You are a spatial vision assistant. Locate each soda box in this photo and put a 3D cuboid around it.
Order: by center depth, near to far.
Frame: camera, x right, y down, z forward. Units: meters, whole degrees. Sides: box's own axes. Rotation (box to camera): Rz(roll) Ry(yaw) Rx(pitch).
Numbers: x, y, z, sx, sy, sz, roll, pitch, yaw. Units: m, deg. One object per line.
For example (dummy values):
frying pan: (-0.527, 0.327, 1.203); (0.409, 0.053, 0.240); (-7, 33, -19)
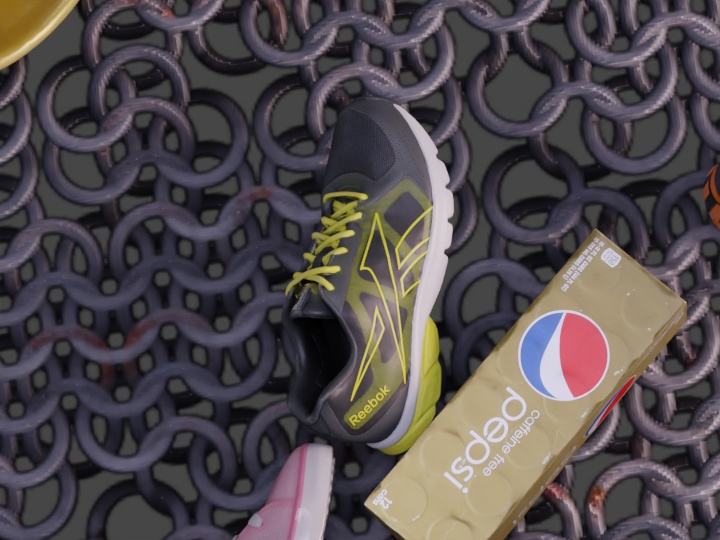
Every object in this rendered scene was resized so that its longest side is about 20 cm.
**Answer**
soda box: (0.092, 0.077, 1.543); (0.068, 0.064, 0.200); (40, 87, 11)

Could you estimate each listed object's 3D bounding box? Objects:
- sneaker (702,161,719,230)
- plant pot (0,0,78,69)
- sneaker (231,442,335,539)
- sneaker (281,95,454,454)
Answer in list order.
sneaker: (0.287, -0.050, 1.518); (0.199, 0.112, 0.078); (-10, 81, 4)
plant pot: (-0.261, -0.234, 1.572); (0.189, 0.201, 0.201); (34, 86, 25)
sneaker: (-0.081, 0.182, 1.537); (0.104, 0.075, 0.201); (16, 87, 3)
sneaker: (0.000, 0.000, 1.542); (0.074, 0.084, 0.201); (-12, 77, 46)
